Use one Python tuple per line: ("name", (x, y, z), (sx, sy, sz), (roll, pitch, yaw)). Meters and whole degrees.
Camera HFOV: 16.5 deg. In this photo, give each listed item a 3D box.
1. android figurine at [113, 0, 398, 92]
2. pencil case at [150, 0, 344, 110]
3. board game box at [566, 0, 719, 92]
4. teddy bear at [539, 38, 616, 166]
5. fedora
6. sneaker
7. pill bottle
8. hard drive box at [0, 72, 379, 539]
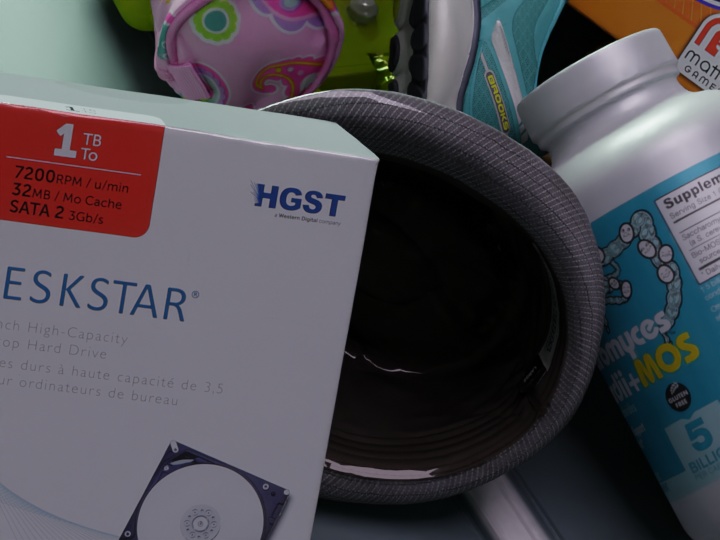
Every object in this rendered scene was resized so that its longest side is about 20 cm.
("android figurine", (-0.040, -0.143, 1.199), (0.181, 0.041, 0.201), (-6, 48, -26))
("pencil case", (-0.069, -0.156, 1.112), (0.087, 0.088, 0.201), (0, 44, -20))
("board game box", (0.176, -0.207, 1.175), (0.200, 0.200, 0.200), (38, 16, 17))
("teddy bear", (0.071, -0.030, 1.122), (0.144, 0.067, 0.200), (30, 51, 18))
("fedora", (0.000, 0.000, 0.994), (0.199, 0.178, 0.090), (20, 22, -15))
("sneaker", (0.058, -0.144, 1.086), (0.079, 0.077, 0.202), (4, 91, -16))
("pill bottle", (0.141, 0.003, 1.027), (0.110, 0.111, 0.201), (-22, 81, -36))
("hard drive box", (-0.091, 0.039, 0.881), (0.155, 0.202, 0.077), (7, 11, -15))
